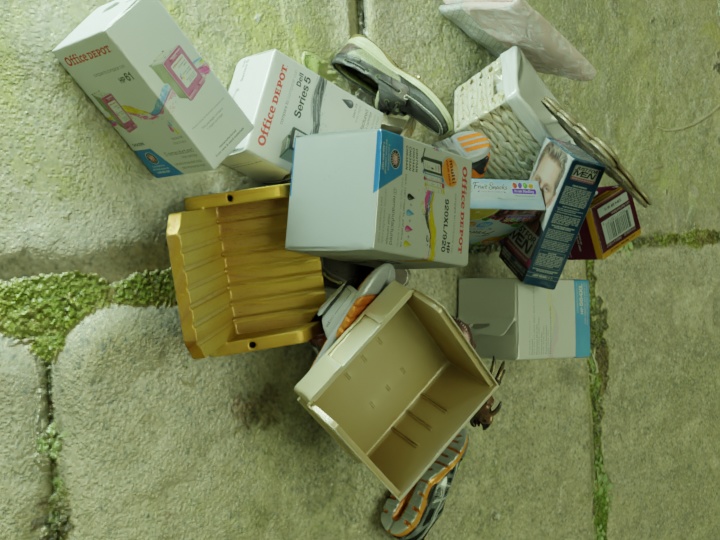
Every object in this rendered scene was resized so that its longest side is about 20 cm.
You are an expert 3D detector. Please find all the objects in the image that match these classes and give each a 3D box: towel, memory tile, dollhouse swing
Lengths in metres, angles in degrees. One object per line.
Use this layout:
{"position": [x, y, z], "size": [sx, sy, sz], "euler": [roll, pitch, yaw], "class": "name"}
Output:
{"position": [0.240, -0.358, 1.572], "size": [0.200, 0.191, 0.032], "euler": [31, 85, -35], "class": "towel"}
{"position": [0.343, -0.175, 1.487], "size": [0.017, 0.200, 0.153], "euler": [-43, 126, 9], "class": "memory tile"}
{"position": [-0.131, 0.001, 1.240], "size": [0.181, 0.176, 0.201], "euler": [-9, 95, -7], "class": "dollhouse swing"}

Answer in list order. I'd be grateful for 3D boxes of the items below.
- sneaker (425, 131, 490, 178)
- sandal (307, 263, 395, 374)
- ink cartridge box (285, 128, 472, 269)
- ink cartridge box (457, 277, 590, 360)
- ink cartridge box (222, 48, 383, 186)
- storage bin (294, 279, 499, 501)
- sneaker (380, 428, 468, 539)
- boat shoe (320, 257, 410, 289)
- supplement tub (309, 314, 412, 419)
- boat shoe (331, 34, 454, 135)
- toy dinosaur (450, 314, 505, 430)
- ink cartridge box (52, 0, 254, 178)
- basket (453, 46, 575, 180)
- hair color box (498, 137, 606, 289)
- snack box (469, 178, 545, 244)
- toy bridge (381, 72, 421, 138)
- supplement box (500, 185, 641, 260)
{"position": [0.099, -0.131, 1.516], "size": [0.200, 0.078, 0.112], "euler": [-12, 140, -12], "class": "sneaker"}
{"position": [-0.032, 0.069, 1.299], "size": [0.207, 0.059, 0.079], "euler": [-57, 156, 5], "class": "sandal"}
{"position": [0.028, -0.084, 1.294], "size": [0.200, 0.144, 0.148], "euler": [9, 83, -50], "class": "ink cartridge box"}
{"position": [0.248, 0.075, 1.602], "size": [0.200, 0.128, 0.126], "euler": [3, 87, -41], "class": "ink cartridge box"}
{"position": [-0.081, -0.181, 1.362], "size": [0.200, 0.084, 0.146], "euler": [24, 74, -37], "class": "ink cartridge box"}
{"position": [0.046, 0.148, 1.295], "size": [0.200, 0.094, 0.199], "euler": [-47, 132, -11], "class": "storage bin"}
{"position": [0.102, 0.317, 1.516], "size": [0.200, 0.078, 0.077], "euler": [-53, 133, -24], "class": "sneaker"}
{"position": [0.000, 0.000, 1.440], "size": [0.200, 0.059, 0.072], "euler": [12, 81, -39], "class": "boat shoe"}
{"position": [0.011, 0.141, 1.415], "size": [0.107, 0.107, 0.200], "euler": [-40, 113, -33], "class": "supplement tub"}
{"position": [0.044, -0.249, 1.440], "size": [0.200, 0.073, 0.065], "euler": [41, 76, 17], "class": "boat shoe"}
{"position": [0.145, 0.125, 1.510], "size": [0.086, 0.135, 0.200], "euler": [-33, 109, -36], "class": "toy dinosaur"}
{"position": [-0.242, -0.212, 1.188], "size": [0.085, 0.144, 0.200], "euler": [-50, 119, -28], "class": "ink cartridge box"}
{"position": [0.243, -0.219, 1.589], "size": [0.200, 0.123, 0.136], "euler": [45, 33, -31], "class": "basket"}
{"position": [0.280, -0.084, 1.510], "size": [0.060, 0.100, 0.200], "euler": [12, 111, -21], "class": "hair color box"}
{"position": [0.145, -0.084, 1.484], "size": [0.200, 0.142, 0.053], "euler": [0, 72, -27], "class": "snack box"}
{"position": [0.044, -0.209, 1.477], "size": [0.200, 0.067, 0.027], "euler": [-61, 150, -23], "class": "toy bridge"}
{"position": [0.326, -0.074, 1.625], "size": [0.110, 0.200, 0.086], "euler": [-28, 108, -37], "class": "supplement box"}
